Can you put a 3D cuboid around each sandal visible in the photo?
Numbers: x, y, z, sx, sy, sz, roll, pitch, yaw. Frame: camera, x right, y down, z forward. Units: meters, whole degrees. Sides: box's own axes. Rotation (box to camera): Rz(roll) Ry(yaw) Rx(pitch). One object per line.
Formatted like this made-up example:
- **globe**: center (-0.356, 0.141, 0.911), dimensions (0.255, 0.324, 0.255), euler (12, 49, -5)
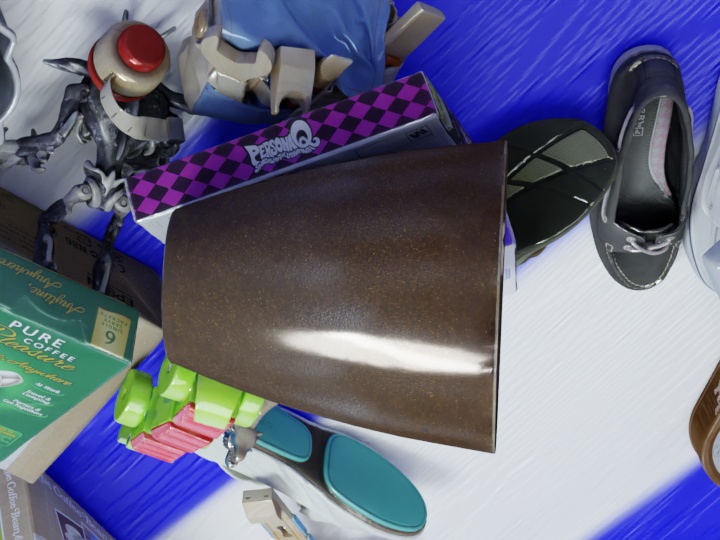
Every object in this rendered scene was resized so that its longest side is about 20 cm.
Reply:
- **sandal**: center (0.095, -0.031, 1.776), dimensions (0.080, 0.057, 0.201), euler (48, 112, 8)

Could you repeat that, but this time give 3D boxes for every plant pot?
- **plant pot**: center (-0.014, 0.012, 1.545), dimensions (0.199, 0.187, 0.187), euler (2, 127, 4)

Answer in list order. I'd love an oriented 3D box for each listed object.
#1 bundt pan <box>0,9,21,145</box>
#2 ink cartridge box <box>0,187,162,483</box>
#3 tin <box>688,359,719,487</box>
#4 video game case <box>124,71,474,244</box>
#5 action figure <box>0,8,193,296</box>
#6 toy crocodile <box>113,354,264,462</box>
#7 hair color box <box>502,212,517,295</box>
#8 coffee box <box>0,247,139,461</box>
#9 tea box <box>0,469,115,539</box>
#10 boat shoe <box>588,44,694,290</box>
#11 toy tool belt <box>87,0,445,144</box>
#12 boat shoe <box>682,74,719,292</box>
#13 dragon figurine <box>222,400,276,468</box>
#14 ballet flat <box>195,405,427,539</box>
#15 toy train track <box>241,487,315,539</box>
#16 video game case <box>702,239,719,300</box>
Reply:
- **bundt pan**: center (-0.313, -0.139, 1.611), dimensions (0.201, 0.076, 0.202), euler (-5, 127, -6)
- **ink cartridge box**: center (-0.258, 0.034, 1.750), dimensions (0.200, 0.075, 0.165), euler (29, 115, -28)
- **tin**: center (0.321, 0.086, 1.914), dimensions (0.112, 0.042, 0.200), euler (9, 124, -21)
- **video game case**: center (-0.030, -0.057, 1.643), dimensions (0.200, 0.036, 0.181), euler (-20, 165, 9)
- **action figure**: center (-0.176, -0.067, 1.668), dimensions (0.119, 0.102, 0.200), euler (19, 82, -32)
- **toy crocodile**: center (-0.117, 0.095, 1.709), dimensions (0.067, 0.062, 0.200), euler (22, 156, -19)
- **hair color box**: center (0.000, 0.000, 1.686), dimensions (0.200, 0.065, 0.109), euler (-15, 163, -1)
- **coffee box**: center (-0.239, 0.056, 1.645), dimensions (0.123, 0.044, 0.200), euler (25, 145, -23)
- **tea box**: center (-0.264, 0.268, 1.868), dimensions (0.196, 0.134, 0.200), euler (-29, 134, 11)
- **boat shoe**: center (0.194, -0.058, 1.772), dimensions (0.067, 0.057, 0.200), euler (-6, 127, -5)
- **toy tool belt**: center (-0.058, -0.146, 1.610), dimensions (0.200, 0.125, 0.123), euler (3, 157, -28)
- **boat shoe**: center (0.266, -0.057, 1.780), dimensions (0.073, 0.065, 0.200), euler (-5, 126, -6)
- **dragon figurine**: center (-0.047, 0.043, 1.794), dimensions (0.059, 0.099, 0.200), euler (35, 74, -23)
- **ballet flat**: center (-0.043, 0.145, 1.884), dimensions (0.200, 0.069, 0.069), euler (31, 116, -23)
- **toy train track**: center (-0.043, 0.220, 1.911), dimensions (0.114, 0.033, 0.200), euler (-7, 146, 17)
- **video game case**: center (0.340, -0.009, 1.799), dimensions (0.200, 0.023, 0.182), euler (-40, 131, -12)
